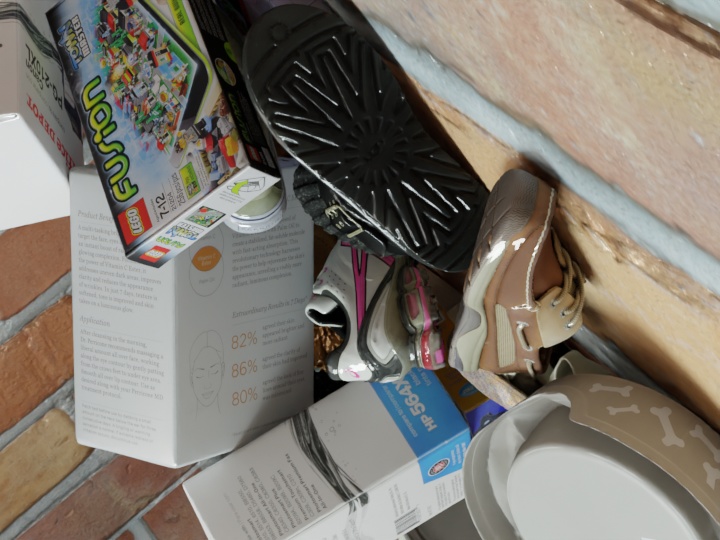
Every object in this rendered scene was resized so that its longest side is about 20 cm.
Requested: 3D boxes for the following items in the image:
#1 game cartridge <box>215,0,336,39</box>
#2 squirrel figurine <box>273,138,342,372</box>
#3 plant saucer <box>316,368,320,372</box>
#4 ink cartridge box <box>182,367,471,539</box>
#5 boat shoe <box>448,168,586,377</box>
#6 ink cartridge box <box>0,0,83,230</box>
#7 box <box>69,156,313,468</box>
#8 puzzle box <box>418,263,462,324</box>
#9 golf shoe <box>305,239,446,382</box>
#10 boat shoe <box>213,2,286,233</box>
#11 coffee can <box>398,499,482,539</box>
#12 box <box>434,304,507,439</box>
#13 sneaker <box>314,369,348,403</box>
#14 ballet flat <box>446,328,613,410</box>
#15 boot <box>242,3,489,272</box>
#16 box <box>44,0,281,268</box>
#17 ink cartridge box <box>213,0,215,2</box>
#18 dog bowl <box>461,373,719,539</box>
[{"bbox_3d":[-0.054,-0.160,1.192,0.130,0.038,0.200,44,170,19],"label":"game cartridge"},{"bbox_3d":[-0.051,-0.015,1.405,0.201,0.141,0.187,55,173,-29],"label":"squirrel figurine"},{"bbox_3d":[-0.063,0.032,1.518,0.200,0.199,0.036,48,143,14],"label":"plant saucer"},{"bbox_3d":[-0.019,0.159,1.275,0.085,0.199,0.146,57,171,23],"label":"ink cartridge box"},{"bbox_3d":[0.098,0.006,1.007,0.071,0.076,0.200,16,157,4],"label":"boat shoe"},{"bbox_3d":[-0.257,-0.150,1.231,0.145,0.084,0.202,66,-164,-63],"label":"ink cartridge box"},{"bbox_3d":[-0.119,0.021,1.247,0.106,0.152,0.202,8,103,38],"label":"box"},{"bbox_3d":[0.059,0.037,1.468,0.133,0.025,0.200,56,171,-35],"label":"puzzle box"},{"bbox_3d":[0.000,0.000,1.252,0.201,0.091,0.073,-105,2,-50],"label":"golf shoe"},{"bbox_3d":[-0.093,-0.121,1.161,0.062,0.071,0.201,100,148,-60],"label":"boat shoe"},{"bbox_3d":[0.103,0.221,1.620,0.147,0.146,0.200,49,172,11],"label":"coffee can"},{"bbox_3d":[0.072,0.090,1.319,0.200,0.041,0.120,56,171,46],"label":"box"},{"bbox_3d":[0.021,0.139,1.421,0.070,0.198,0.091,-95,16,-57],"label":"sneaker"},{"bbox_3d":[0.129,0.070,1.144,0.200,0.068,0.068,37,148,38],"label":"ballet flat"},{"bbox_3d":[-0.012,-0.081,1.116,0.211,0.079,0.158,50,172,-17],"label":"boot"},{"bbox_3d":[-0.131,-0.115,1.120,0.035,0.110,0.201,20,-139,-54],"label":"box"},{"bbox_3d":[-0.180,-0.260,1.239,0.146,0.084,0.200,49,172,18],"label":"ink cartridge box"},{"bbox_3d":[0.159,0.148,1.051,0.199,0.059,0.201,27,141,24],"label":"dog bowl"}]
